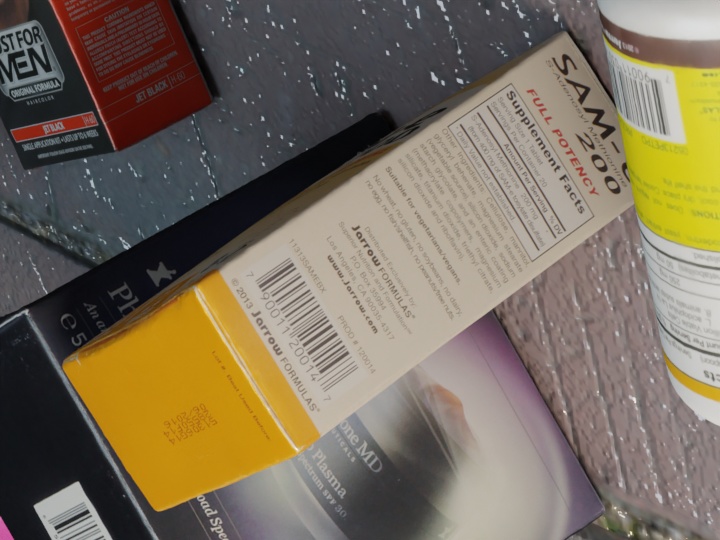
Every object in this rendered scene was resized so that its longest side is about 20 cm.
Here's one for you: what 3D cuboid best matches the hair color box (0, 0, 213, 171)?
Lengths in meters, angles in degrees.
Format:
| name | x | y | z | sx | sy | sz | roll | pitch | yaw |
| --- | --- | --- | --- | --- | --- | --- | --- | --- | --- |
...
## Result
| name | x | y | z | sx | sy | sz | roll | pitch | yaw |
| --- | --- | --- | --- | --- | --- | --- | --- | --- | --- |
| hair color box | -0.151 | -0.151 | 1.321 | 0.101 | 0.061 | 0.201 | -7 | 109 | 57 |

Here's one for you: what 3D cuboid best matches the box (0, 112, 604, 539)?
| name | x | y | z | sx | sy | sz | roll | pitch | yaw |
| --- | --- | --- | --- | --- | --- | --- | --- | --- | --- |
| box | -0.038 | 0.072 | 1.213 | 0.201 | 0.198 | 0.123 | 60 | 146 | -1 |

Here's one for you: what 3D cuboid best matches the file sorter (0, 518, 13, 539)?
| name | x | y | z | sx | sy | sz | roll | pitch | yaw |
| --- | --- | --- | --- | --- | --- | --- | --- | --- | --- |
| file sorter | -0.150 | 0.237 | 1.523 | 0.126 | 0.138 | 0.201 | -87 | -9 | -57 |

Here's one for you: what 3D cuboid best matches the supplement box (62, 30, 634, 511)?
| name | x | y | z | sx | sy | sz | roll | pitch | yaw |
| --- | --- | --- | --- | --- | --- | --- | --- | --- | --- |
| supplement box | 0.000 | 0.000 | 1.098 | 0.074 | 0.200 | 0.126 | 57 | 148 | -3 |

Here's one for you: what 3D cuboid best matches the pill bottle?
| name | x | y | z | sx | sy | sz | roll | pitch | yaw |
| --- | --- | --- | --- | --- | --- | --- | --- | --- | --- |
| pill bottle | 0.146 | -0.021 | 0.960 | 0.109 | 0.109 | 0.201 | 18 | 130 | 47 |
